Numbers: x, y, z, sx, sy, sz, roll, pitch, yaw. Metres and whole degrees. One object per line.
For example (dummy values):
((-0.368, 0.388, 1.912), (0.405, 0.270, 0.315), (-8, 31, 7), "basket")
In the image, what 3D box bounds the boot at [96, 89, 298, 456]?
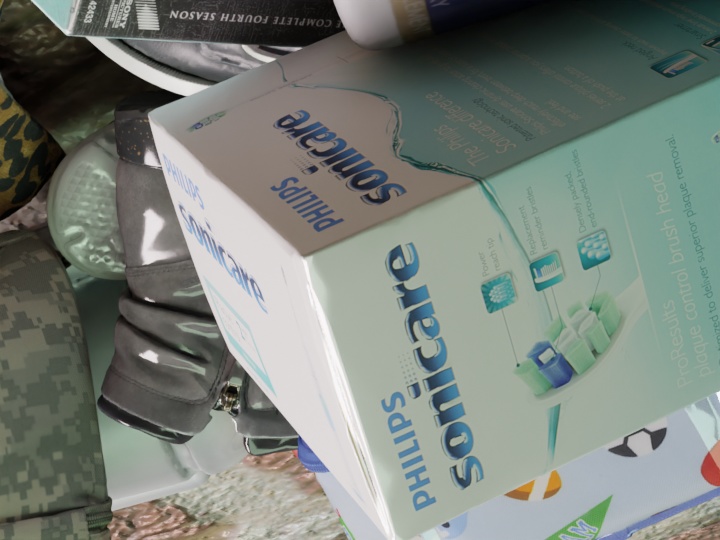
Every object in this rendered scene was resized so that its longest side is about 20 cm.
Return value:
((0.000, 0.000, 0.806), (0.198, 0.133, 0.070), (0, -168, -5), "boot")

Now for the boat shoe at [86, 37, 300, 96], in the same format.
((-0.015, -0.090, 0.746), (0.198, 0.076, 0.061), (20, 138, 11), "boat shoe")

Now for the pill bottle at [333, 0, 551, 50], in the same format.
((0.078, -0.137, 0.556), (0.198, 0.112, 0.111), (-17, 149, 4), "pill bottle")

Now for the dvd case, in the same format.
((-0.034, -0.107, 0.676), (0.199, 0.146, 0.022), (-3, 121, -36), "dvd case")

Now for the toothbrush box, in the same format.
((0.060, -0.028, 0.578), (0.199, 0.146, 0.086), (-23, 114, -13), "toothbrush box")

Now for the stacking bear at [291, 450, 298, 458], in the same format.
((0.046, 0.047, 0.950), (0.199, 0.123, 0.113), (-7, 168, -46), "stacking bear")

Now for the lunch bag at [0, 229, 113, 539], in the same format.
((-0.194, 0.073, 0.795), (0.199, 0.170, 0.139), (-4, -173, -37), "lunch bag")

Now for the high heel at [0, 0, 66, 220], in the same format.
((-0.136, -0.094, 0.787), (0.142, 0.071, 0.201), (-13, 145, -50), "high heel")

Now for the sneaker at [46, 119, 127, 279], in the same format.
((-0.038, -0.064, 0.855), (0.199, 0.078, 0.082), (-22, -166, -11), "sneaker")

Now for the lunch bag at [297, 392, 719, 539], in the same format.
((0.076, 0.020, 0.695), (0.199, 0.161, 0.076), (-20, 111, 27), "lunch bag")

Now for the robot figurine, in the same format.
((-0.120, 0.045, 0.941), (0.198, 0.114, 0.170), (-14, 136, 4), "robot figurine")
